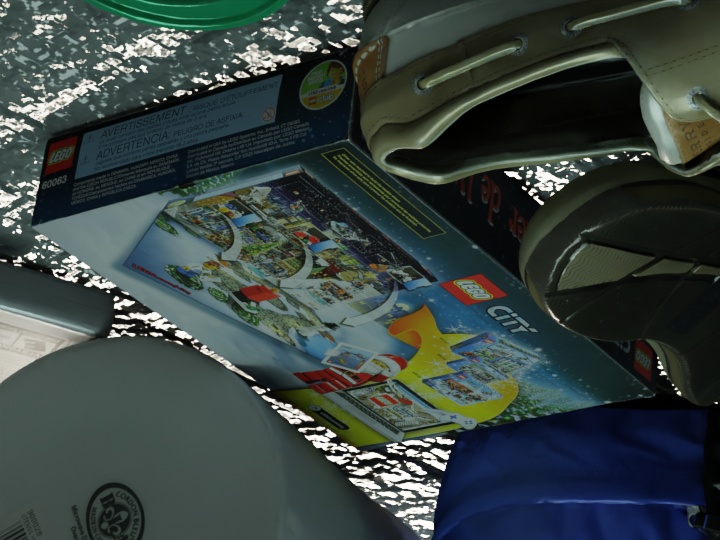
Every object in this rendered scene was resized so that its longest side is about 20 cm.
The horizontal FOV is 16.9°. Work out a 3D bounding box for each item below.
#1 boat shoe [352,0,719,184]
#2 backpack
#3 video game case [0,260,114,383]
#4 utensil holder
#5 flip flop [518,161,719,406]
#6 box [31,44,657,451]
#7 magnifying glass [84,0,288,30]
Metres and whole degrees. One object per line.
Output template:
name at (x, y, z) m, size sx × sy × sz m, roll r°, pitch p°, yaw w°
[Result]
boat shoe at (0.096, -0.061, 0.701) m, size 0.199 × 0.069 × 0.075 m, roll -5°, pitch 150°, yaw 20°
backpack at (0.124, 0.135, 0.960) m, size 0.199 × 0.168 × 0.163 m, roll 8°, pitch 145°, yaw 5°
video game case at (-0.223, 0.024, 0.974) m, size 0.200 × 0.023 × 0.182 m, roll 17°, pitch 150°, yaw -21°
utensil holder at (-0.065, 0.135, 0.976) m, size 0.169 × 0.170 × 0.200 m, roll -4°, pitch 153°, yaw 19°
flip flop at (0.105, -0.006, 0.804) m, size 0.081 × 0.058 × 0.200 m, roll -46°, pitch 149°, yaw 17°
box at (0.000, 0.000, 0.866) m, size 0.136 × 0.038 × 0.200 m, roll -14°, pitch 146°, yaw 33°
magnifying glass at (-0.094, -0.125, 0.678) m, size 0.079 × 0.022 × 0.200 m, roll -17°, pitch 146°, yaw 37°
